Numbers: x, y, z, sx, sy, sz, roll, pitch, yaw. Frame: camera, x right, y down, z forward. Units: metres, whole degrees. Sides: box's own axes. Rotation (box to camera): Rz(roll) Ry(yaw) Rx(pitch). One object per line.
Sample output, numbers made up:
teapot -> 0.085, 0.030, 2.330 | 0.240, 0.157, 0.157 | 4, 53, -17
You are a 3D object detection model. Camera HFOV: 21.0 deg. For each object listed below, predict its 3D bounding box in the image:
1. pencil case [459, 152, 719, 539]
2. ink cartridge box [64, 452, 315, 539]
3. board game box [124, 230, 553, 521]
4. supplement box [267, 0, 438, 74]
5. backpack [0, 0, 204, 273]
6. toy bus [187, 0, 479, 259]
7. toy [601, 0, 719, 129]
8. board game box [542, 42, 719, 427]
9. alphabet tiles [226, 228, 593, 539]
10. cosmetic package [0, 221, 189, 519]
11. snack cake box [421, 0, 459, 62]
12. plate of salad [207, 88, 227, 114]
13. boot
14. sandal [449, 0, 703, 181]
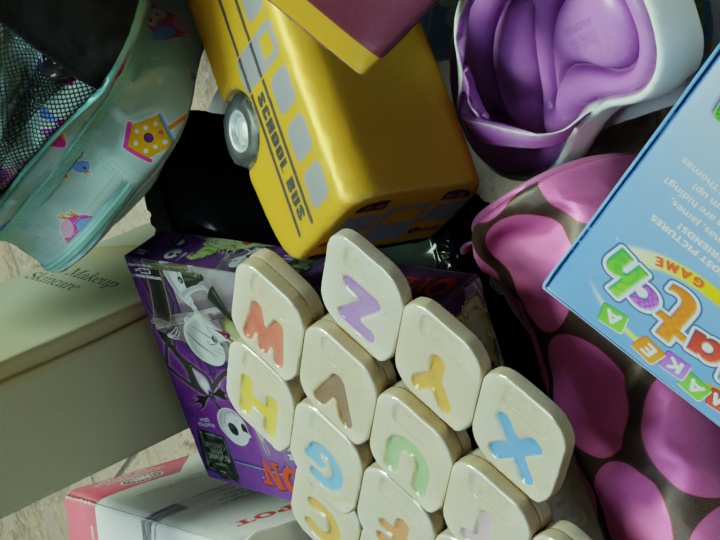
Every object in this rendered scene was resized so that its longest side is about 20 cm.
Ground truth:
pencil case -> 0.107, 0.059, 0.725 | 0.094, 0.091, 0.201 | -25, 77, 30
ink cartridge box -> -0.039, 0.139, 0.955 | 0.200, 0.146, 0.083 | 3, 104, 61
board game box -> -0.013, 0.049, 0.807 | 0.200, 0.032, 0.120 | 8, 128, 47
supplement box -> 0.041, -0.175, 0.645 | 0.086, 0.110, 0.200 | 38, 130, -11
backpack -> -0.161, -0.086, 0.846 | 0.200, 0.153, 0.176 | -36, 30, 28
toy bus -> -0.024, -0.104, 0.769 | 0.078, 0.065, 0.201 | -46, 59, 56
toy -> 0.118, -0.119, 0.671 | 0.200, 0.047, 0.116 | -13, 90, 67
board game box -> 0.158, -0.010, 0.585 | 0.151, 0.037, 0.200 | 39, 141, 6
alphabet tiles -> 0.019, 0.081, 0.746 | 0.200, 0.015, 0.196 | 41, 147, 23
cosmetic package -> -0.129, 0.041, 0.919 | 0.103, 0.200, 0.073 | 13, 121, 48
snack cake box -> 0.023, -0.197, 0.791 | 0.115, 0.067, 0.200 | 51, 142, 38
plate of salad -> -0.011, -0.012, 0.948 | 0.200, 0.048, 0.201 | 30, 132, 39
boot -> -0.001, 0.000, 0.841 | 0.162, 0.073, 0.199 | -24, 92, 51
sandal -> 0.059, -0.078, 0.708 | 0.083, 0.050, 0.203 | 67, 162, 5
